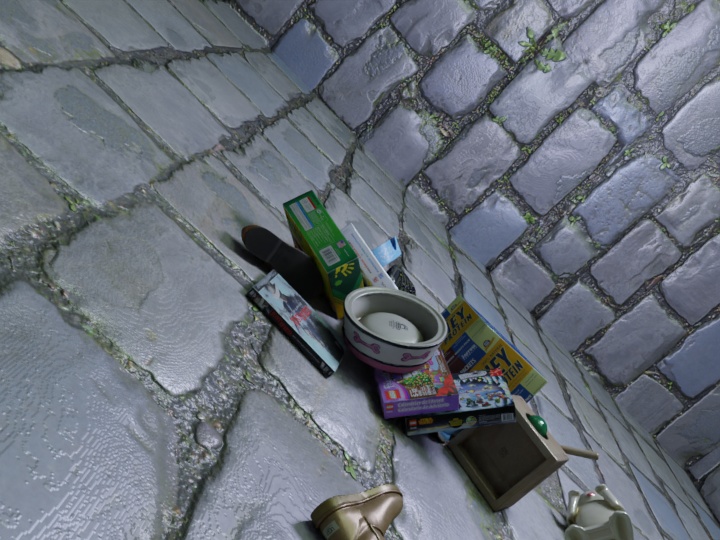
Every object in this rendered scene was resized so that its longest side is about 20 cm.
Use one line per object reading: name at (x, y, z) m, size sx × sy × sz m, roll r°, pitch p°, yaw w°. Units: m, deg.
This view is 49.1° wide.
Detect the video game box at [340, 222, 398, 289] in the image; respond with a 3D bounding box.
video game box at (0.000, 0.000, 1.676) m, size 0.182 × 0.047 × 0.200 m, roll 53°, pitch -13°, yaw 0°

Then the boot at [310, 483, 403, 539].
boot at (0.039, 0.369, 0.965) m, size 0.175 × 0.066 × 0.200 m, roll 6°, pitch 41°, yaw -51°

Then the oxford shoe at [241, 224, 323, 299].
oxford shoe at (-0.145, -0.022, 1.486) m, size 0.200 × 0.071 × 0.071 m, roll 45°, pitch -6°, yaw -28°

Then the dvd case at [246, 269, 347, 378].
dvd case at (-0.106, 0.089, 1.382) m, size 0.200 × 0.022 × 0.146 m, roll 45°, pitch 14°, yaw -2°

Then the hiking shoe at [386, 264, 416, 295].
hiking shoe at (0.103, 0.042, 2.000) m, size 0.101 × 0.076 × 0.200 m, roll 45°, pitch 13°, yaw 7°

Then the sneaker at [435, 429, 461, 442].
sneaker at (0.190, 0.282, 1.568) m, size 0.078 × 0.090 × 0.200 m, roll 53°, pitch 18°, yaw 24°

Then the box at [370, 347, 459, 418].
box at (0.094, 0.193, 1.467) m, size 0.200 × 0.136 × 0.039 m, roll -107°, pitch -167°, yaw -61°

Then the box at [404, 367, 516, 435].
box at (0.176, 0.241, 1.463) m, size 0.137 × 0.199 × 0.040 m, roll -97°, pitch 179°, yaw -68°

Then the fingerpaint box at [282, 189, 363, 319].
fingerpaint box at (-0.069, -0.032, 1.570) m, size 0.200 × 0.073 × 0.167 m, roll 56°, pitch -14°, yaw 34°

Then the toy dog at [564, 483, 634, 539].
toy dog at (0.526, 0.555, 1.711) m, size 0.194 × 0.139 × 0.200 m, roll 58°, pitch 13°, yaw -6°

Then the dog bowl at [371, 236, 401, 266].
dog bowl at (0.046, -0.033, 1.988) m, size 0.050 × 0.111 × 0.200 m, roll 59°, pitch 14°, yaw -2°

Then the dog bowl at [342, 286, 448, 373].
dog bowl at (0.057, 0.112, 1.460) m, size 0.199 × 0.074 × 0.200 m, roll 13°, pitch 26°, yaw -6°

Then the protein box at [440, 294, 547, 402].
protein box at (0.263, 0.190, 1.714) m, size 0.200 × 0.135 × 0.199 m, roll 41°, pitch 6°, yaw -20°

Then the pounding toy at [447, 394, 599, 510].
pounding toy at (0.317, 0.349, 1.530) m, size 0.184 × 0.200 × 0.142 m, roll 53°, pitch 15°, yaw 25°
